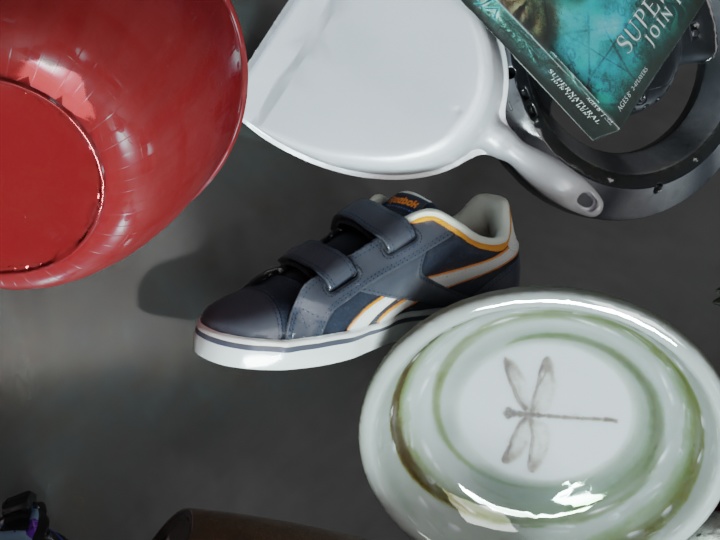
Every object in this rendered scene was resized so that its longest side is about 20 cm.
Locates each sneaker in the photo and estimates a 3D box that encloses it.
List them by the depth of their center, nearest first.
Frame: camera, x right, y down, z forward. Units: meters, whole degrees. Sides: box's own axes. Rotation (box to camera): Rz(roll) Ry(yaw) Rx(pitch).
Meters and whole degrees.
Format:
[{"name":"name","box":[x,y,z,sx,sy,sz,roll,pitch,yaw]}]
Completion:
[{"name":"sneaker","box":[0.000,0.000,0.811,0.200,0.078,0.080,-10,110,-34]}]

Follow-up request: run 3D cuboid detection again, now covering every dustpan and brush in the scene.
[{"name":"dustpan and brush","box":[0.048,-0.088,0.807,0.200,0.057,0.140,35,96,3]}]

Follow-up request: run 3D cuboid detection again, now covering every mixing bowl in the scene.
[{"name":"mixing bowl","box":[-0.153,-0.066,0.660,0.200,0.108,0.200,0,125,1]}]

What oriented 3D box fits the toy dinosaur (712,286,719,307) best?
[{"name":"toy dinosaur","box":[0.304,-0.023,0.941,0.200,0.102,0.136,32,69,-5]}]

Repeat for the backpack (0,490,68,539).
[{"name":"backpack","box":[-0.197,0.204,0.694,0.182,0.200,0.135,-9,104,-24]}]

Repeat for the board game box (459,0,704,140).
[{"name":"board game box","box":[0.134,-0.187,0.812,0.135,0.028,0.200,43,62,-15]}]

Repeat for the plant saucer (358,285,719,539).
[{"name":"plant saucer","box":[0.100,0.083,0.816,0.200,0.050,0.200,4,123,6]}]

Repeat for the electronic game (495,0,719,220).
[{"name":"electronic game","box":[0.148,-0.129,0.869,0.200,0.042,0.200,-2,94,-25]}]

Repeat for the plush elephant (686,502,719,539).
[{"name":"plush elephant","box":[0.213,0.153,0.895,0.200,0.155,0.165,20,92,-26]}]

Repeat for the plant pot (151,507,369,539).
[{"name":"plant pot","box":[-0.029,0.214,0.800,0.200,0.187,0.187,31,87,-14]}]
